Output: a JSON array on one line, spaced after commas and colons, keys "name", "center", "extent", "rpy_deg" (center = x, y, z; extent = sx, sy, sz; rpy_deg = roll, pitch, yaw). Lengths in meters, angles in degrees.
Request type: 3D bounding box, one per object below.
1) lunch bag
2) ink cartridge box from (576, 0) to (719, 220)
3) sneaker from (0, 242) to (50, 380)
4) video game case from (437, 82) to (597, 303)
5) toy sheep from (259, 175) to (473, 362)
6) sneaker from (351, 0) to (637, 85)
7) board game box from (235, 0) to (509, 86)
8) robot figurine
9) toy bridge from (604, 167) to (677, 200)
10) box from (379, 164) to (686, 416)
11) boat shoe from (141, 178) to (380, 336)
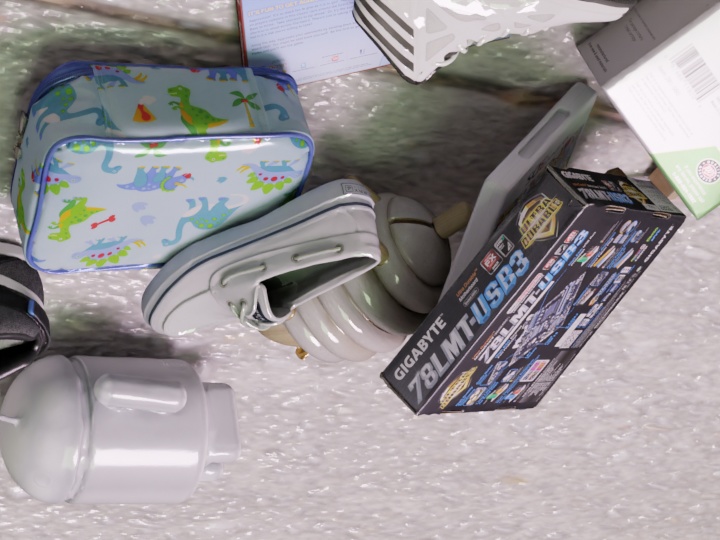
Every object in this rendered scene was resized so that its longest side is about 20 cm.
[{"name": "lunch bag", "center": [-0.142, -0.068, 1.369], "extent": [0.198, 0.083, 0.161], "rpy_deg": [-3, 143, -21]}, {"name": "ink cartridge box", "center": [0.286, -0.159, 1.454], "extent": [0.199, 0.085, 0.146], "rpy_deg": [-35, 119, 10]}, {"name": "sneaker", "center": [-0.315, 0.032, 1.377], "extent": [0.198, 0.112, 0.073], "rpy_deg": [-2, 131, -21]}, {"name": "video game case", "center": [0.109, -0.025, 1.485], "extent": [0.182, 0.023, 0.201], "rpy_deg": [-46, 160, -50]}, {"name": "toy sheep", "center": [0.000, 0.000, 1.471], "extent": [0.199, 0.139, 0.138], "rpy_deg": [-25, 139, 27]}, {"name": "sneaker", "center": [0.086, -0.184, 1.361], "extent": [0.199, 0.076, 0.116], "rpy_deg": [8, 137, -19]}, {"name": "board game box", "center": [0.011, -0.188, 1.377], "extent": [0.198, 0.020, 0.103], "rpy_deg": [-14, 136, -11]}, {"name": "robot figurine", "center": [-0.194, 0.124, 1.514], "extent": [0.198, 0.114, 0.170], "rpy_deg": [4, 148, -26]}, {"name": "toy bridge", "center": [0.185, -0.048, 1.517], "extent": [0.199, 0.027, 0.067], "rpy_deg": [-17, 154, -48]}, {"name": "box", "center": [0.130, 0.018, 1.424], "extent": [0.201, 0.050, 0.198], "rpy_deg": [-53, 154, 18]}, {"name": "boat shoe", "center": [-0.073, 0.007, 1.382], "extent": [0.199, 0.067, 0.073], "rpy_deg": [-31, 148, 26]}]
